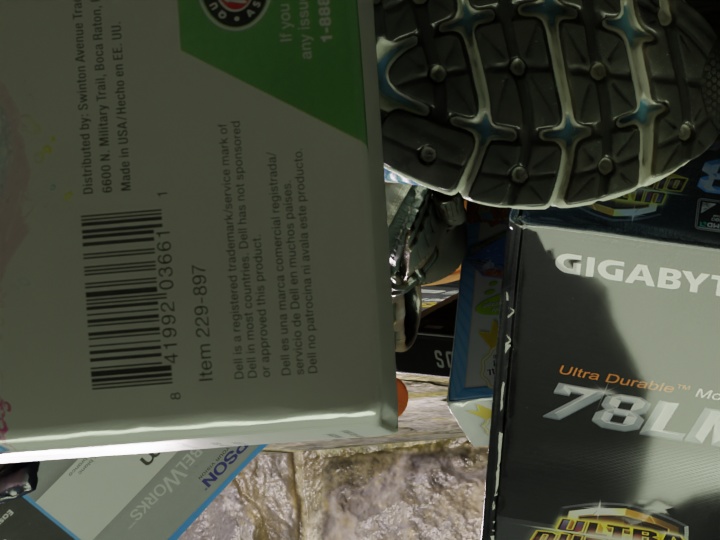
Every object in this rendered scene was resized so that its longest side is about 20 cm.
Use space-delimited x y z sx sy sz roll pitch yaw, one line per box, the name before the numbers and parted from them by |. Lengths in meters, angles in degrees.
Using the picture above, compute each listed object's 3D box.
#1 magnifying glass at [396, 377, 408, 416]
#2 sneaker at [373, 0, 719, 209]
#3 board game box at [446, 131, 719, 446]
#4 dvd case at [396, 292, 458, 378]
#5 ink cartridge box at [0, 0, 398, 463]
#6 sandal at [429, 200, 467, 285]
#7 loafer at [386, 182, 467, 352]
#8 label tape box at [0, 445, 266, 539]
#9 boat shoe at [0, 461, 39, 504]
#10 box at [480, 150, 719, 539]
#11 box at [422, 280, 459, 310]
magnifying glass | -0.014 0.044 1.162 0.079 0.022 0.200 21 178 -13
sneaker | 0.015 -0.063 0.809 0.199 0.079 0.090 2 -172 15
board game box | 0.135 -0.010 0.962 0.199 0.135 0.034 -6 146 20
dvd case | 0.131 0.003 1.127 0.200 0.025 0.150 -25 -162 -38
ink cartridge box | -0.094 -0.022 0.698 0.199 0.146 0.088 -5 174 4
sandal | 0.003 -0.007 1.113 0.206 0.079 0.059 -6 -141 -38
loafer | 0.015 -0.019 0.971 0.063 0.072 0.200 27 160 -3
label tape box | -0.118 0.090 1.163 0.066 0.143 0.200 41 175 44
boat shoe | -0.208 0.053 1.038 0.199 0.093 0.075 -10 130 15
box | 0.143 0.047 0.883 0.199 0.050 0.199 8 141 5
box | -0.039 -0.006 1.245 0.158 0.049 0.199 -11 169 43
